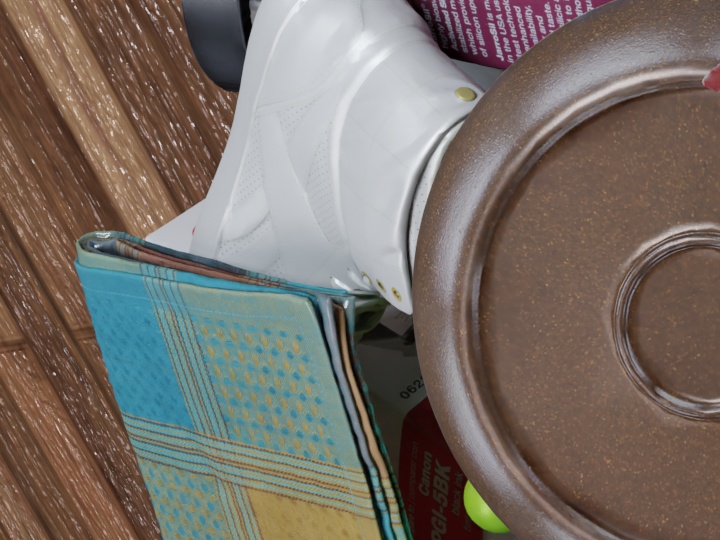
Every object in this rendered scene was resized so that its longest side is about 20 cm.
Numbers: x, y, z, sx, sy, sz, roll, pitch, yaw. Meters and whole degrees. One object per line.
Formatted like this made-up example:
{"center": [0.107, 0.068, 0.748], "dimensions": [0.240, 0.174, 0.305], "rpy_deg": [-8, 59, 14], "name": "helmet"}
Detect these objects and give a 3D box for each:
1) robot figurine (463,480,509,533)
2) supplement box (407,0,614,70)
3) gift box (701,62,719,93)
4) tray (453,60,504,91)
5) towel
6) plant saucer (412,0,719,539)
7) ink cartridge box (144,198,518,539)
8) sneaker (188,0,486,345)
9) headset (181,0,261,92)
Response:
{"center": [0.123, 0.074, 0.845], "dimensions": [0.175, 0.116, 0.200], "rpy_deg": [-11, 129, 36], "name": "robot figurine"}
{"center": [0.083, -0.127, 0.843], "dimensions": [0.199, 0.110, 0.086], "rpy_deg": [17, 132, 45], "name": "supplement box"}
{"center": [0.157, -0.146, 0.646], "dimensions": [0.185, 0.200, 0.187], "rpy_deg": [56, 151, 8], "name": "gift box"}
{"center": [0.079, -0.042, 0.958], "dimensions": [0.200, 0.022, 0.108], "rpy_deg": [39, 110, 24], "name": "tray"}
{"center": [-0.033, 0.083, 0.910], "dimensions": [0.146, 0.022, 0.201], "rpy_deg": [13, 127, 46], "name": "towel"}
{"center": [0.106, 0.015, 0.743], "dimensions": [0.199, 0.032, 0.201], "rpy_deg": [3, 100, 19], "name": "plant saucer"}
{"center": [0.027, 0.026, 1.031], "dimensions": [0.200, 0.147, 0.083], "rpy_deg": [32, 141, 31], "name": "ink cartridge box"}
{"center": [0.000, 0.000, 0.869], "dimensions": [0.116, 0.073, 0.201], "rpy_deg": [49, 144, 36], "name": "sneaker"}
{"center": [-0.034, -0.126, 0.957], "dimensions": [0.093, 0.200, 0.124], "rpy_deg": [8, 87, 19], "name": "headset"}
